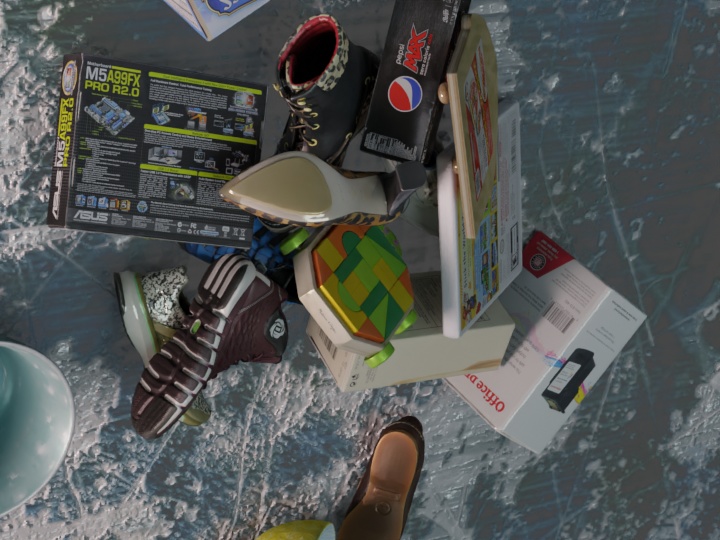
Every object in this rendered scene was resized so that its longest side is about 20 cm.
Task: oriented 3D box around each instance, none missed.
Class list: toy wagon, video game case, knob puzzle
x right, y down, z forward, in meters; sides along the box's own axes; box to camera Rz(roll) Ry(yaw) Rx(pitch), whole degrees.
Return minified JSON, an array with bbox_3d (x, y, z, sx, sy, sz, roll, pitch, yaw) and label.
[{"bbox_3d":[0.000,0.000,1.716,0.039,0.200,0.156,-30,102,34],"label":"toy wagon"},{"bbox_3d":[0.127,-0.056,1.776,0.182,0.023,0.202,-42,135,-54],"label":"video game case"},{"bbox_3d":[0.105,-0.158,1.650,0.030,0.220,0.221,0,125,15],"label":"knob puzzle"}]

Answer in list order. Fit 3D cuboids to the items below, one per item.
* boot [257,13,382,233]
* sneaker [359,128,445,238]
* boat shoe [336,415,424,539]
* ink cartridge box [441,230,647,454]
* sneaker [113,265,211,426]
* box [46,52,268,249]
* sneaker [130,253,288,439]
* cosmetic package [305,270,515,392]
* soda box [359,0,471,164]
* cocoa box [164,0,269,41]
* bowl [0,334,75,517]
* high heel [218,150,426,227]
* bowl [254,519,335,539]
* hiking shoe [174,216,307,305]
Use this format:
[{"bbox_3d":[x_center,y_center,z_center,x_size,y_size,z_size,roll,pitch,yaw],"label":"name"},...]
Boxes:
[{"bbox_3d":[-0.057,-0.143,1.621,0.204,0.073,0.154,-56,159,-1],"label":"boot"},{"bbox_3d":[0.061,-0.100,1.746,0.074,0.087,0.200,-40,131,-8],"label":"sneaker"},{"bbox_3d":[0.028,0.262,1.942,0.070,0.070,0.201,24,108,4],"label":"boat shoe"},{"bbox_3d":[0.199,0.080,1.894,0.083,0.146,0.201,33,97,-41],"label":"ink cartridge box"},{"bbox_3d":[-0.176,0.075,1.694,0.088,0.077,0.201,-19,128,3],"label":"sneaker"},{"bbox_3d":[-0.187,-0.109,1.581,0.199,0.044,0.162,5,90,-34],"label":"box"},{"bbox_3d":[-0.132,0.091,1.653,0.115,0.076,0.201,29,96,-42],"label":"sneaker"},{"bbox_3d":[0.054,0.062,1.817,0.198,0.105,0.071,-5,132,-28],"label":"cosmetic package"},{"bbox_3d":[0.057,-0.205,1.622,0.063,0.071,0.202,16,99,9],"label":"soda box"},{"bbox_3d":[-0.105,-0.324,1.487,0.199,0.133,0.132,-35,130,-9],"label":"cocoa box"},{"bbox_3d":[-0.379,0.131,1.596,0.199,0.105,0.202,-14,122,-23],"label":"bowl"},{"bbox_3d":[-0.045,-0.066,1.617,0.198,0.143,0.072,-4,81,-14],"label":"high heel"},{"bbox_3d":[-0.106,0.365,1.878,0.107,0.200,0.202,13,116,10],"label":"bowl"},{"bbox_3d":[-0.098,-0.018,1.694,0.199,0.087,0.075,20,105,-37],"label":"hiking shoe"}]
